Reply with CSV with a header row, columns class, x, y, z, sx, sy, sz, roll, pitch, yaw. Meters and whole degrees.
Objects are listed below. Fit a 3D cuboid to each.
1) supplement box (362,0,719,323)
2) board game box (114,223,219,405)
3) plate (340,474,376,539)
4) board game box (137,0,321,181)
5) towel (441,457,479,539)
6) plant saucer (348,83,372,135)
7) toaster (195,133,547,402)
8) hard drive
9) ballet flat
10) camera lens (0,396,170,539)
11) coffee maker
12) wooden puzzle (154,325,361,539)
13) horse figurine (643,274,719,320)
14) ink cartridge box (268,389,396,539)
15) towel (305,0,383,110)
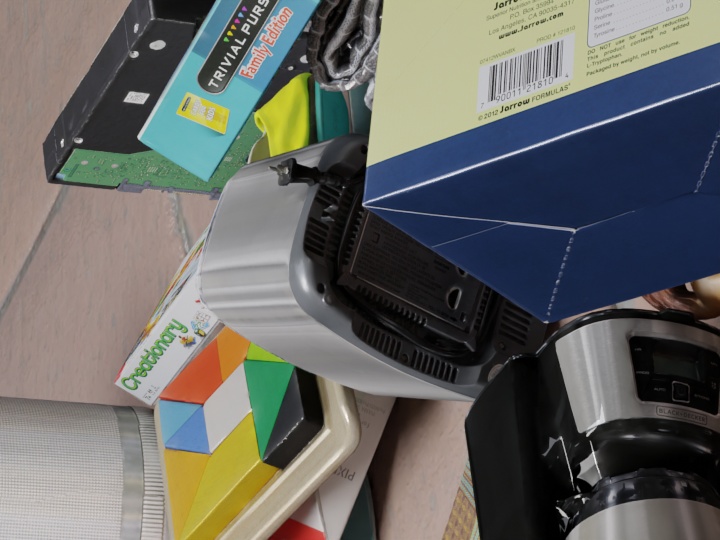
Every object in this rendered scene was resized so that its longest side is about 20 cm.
class,x,y,z,sx,sy,sz,roll,pitch,yaw
supplement box,0.124,-0.112,1.101,0.200,0.134,0.200,-17,55,38
board game box,-0.090,-0.008,1.654,0.200,0.035,0.126,-50,10,48
plate,-0.046,0.186,1.610,0.200,0.026,0.201,-16,72,62
board game box,-0.035,-0.164,1.314,0.200,0.047,0.151,-55,7,38
towel,0.097,0.167,1.340,0.200,0.022,0.147,53,132,54
plant saucer,0.003,-0.124,1.486,0.200,0.027,0.201,173,90,-89
toaster,0.000,0.000,1.357,0.129,0.200,0.114,-8,62,55
hard drive,-0.114,-0.117,1.672,0.200,0.139,0.038,-51,42,49
ballet flat,-0.037,-0.044,1.518,0.067,0.067,0.200,-23,38,15
camera lens,-0.201,0.168,1.702,0.160,0.199,0.160,-175,90,-73
coffee maker,0.107,0.144,1.169,0.192,0.135,0.200,-31,45,32
wooden puzzle,-0.072,0.091,1.531,0.200,0.037,0.185,-51,32,29
horse figurine,0.184,-0.038,1.165,0.200,0.050,0.133,-48,49,39
ink cartridge box,-0.056,0.127,1.558,0.161,0.050,0.200,12,77,62
towel,0.056,-0.195,1.318,0.200,0.085,0.166,-54,5,43
